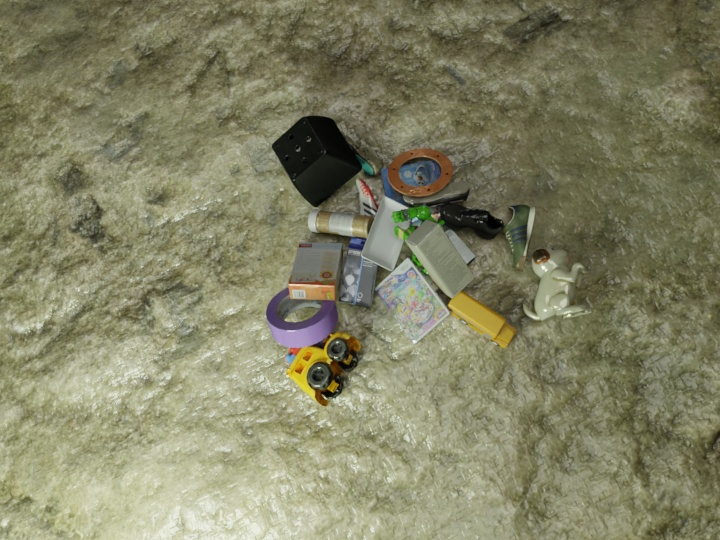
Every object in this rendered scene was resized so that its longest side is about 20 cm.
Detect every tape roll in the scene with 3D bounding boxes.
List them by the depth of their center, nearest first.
[{"bbox_3d":[-0.164,0.122,1.664,0.195,0.067,0.202,-9,37,7],"label":"tape roll"}]

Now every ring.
[{"bbox_3d":[0.178,-0.290,1.762,0.195,0.019,0.204,-4,52,5],"label":"ring"}]

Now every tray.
[{"bbox_3d":[0.078,-0.107,1.723,0.106,0.022,0.204,24,72,-10],"label":"tray"}]

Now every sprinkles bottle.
[{"bbox_3d":[-0.057,-0.138,1.753,0.196,0.068,0.070,9,75,24],"label":"sprinkles bottle"}]

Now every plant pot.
[{"bbox_3d":[-0.146,-0.340,1.753,0.198,0.177,0.202,-36,73,15],"label":"plant pot"}]

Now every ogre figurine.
[{"bbox_3d":[0.180,-0.100,1.695,0.119,0.098,0.201,-35,81,-21],"label":"ogre figurine"}]

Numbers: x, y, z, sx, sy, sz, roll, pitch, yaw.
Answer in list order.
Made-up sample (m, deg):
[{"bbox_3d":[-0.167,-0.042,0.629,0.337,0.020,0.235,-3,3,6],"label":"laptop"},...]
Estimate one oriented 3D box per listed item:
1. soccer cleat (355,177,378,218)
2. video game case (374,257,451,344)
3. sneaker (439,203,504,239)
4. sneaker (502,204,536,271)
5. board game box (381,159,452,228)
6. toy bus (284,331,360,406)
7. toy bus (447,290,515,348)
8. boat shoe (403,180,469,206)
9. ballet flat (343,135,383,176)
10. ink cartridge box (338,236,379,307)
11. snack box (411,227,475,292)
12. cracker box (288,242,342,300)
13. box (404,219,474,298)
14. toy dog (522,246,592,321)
[{"bbox_3d":[0.019,-0.185,1.787,0.084,0.069,0.203,-26,79,1],"label":"soccer cleat"},{"bbox_3d":[0.148,0.087,1.700,0.143,0.018,0.201,-42,74,20],"label":"video game case"},{"bbox_3d":[0.327,-0.154,1.720,0.196,0.091,0.078,13,75,-12],"label":"sneaker"},{"bbox_3d":[0.455,-0.100,1.737,0.088,0.067,0.204,12,76,15],"label":"sneaker"},{"bbox_3d":[0.174,-0.225,1.798,0.194,0.043,0.205,-10,75,2],"label":"board game box"},{"bbox_3d":[-0.120,0.246,1.662,0.190,0.136,0.202,27,76,27],"label":"toy bus"},{"bbox_3d":[0.342,0.136,1.671,0.198,0.078,0.066,34,80,12],"label":"toy bus"},{"bbox_3d":[0.225,-0.213,1.743,0.195,0.058,0.068,-10,51,3],"label":"boat shoe"},{"bbox_3d":[-0.008,-0.370,1.843,0.199,0.068,0.075,39,61,16],"label":"ballet flat"},{"bbox_3d":[0.000,0.000,1.735,0.097,0.039,0.205,8,86,7],"label":"ink cartridge box"},{"bbox_3d":[0.227,-0.017,1.741,0.199,0.037,0.117,-39,74,-6],"label":"snack box"},{"bbox_3d":[-0.125,0.000,1.700,0.130,0.059,0.202,2,39,5],"label":"cracker box"},{"bbox_3d":[0.220,-0.033,1.637,0.095,0.078,0.201,-40,114,-6],"label":"box"},{"bbox_3d":[0.548,0.033,1.670,0.191,0.138,0.205,-19,72,37],"label":"toy dog"}]
